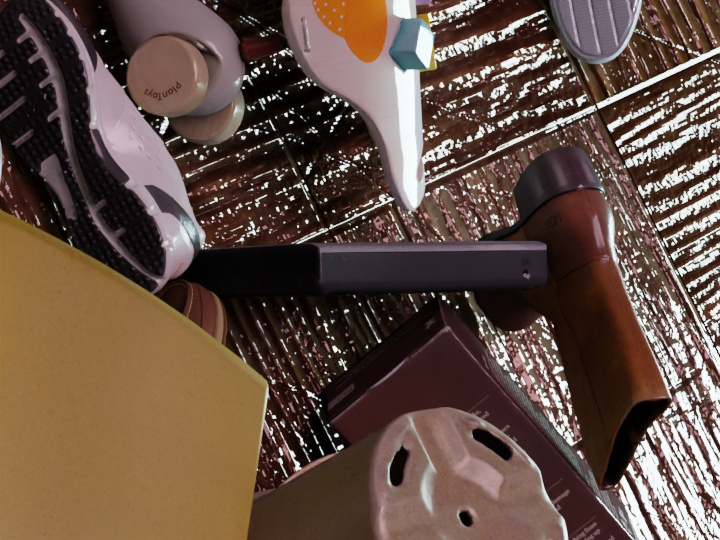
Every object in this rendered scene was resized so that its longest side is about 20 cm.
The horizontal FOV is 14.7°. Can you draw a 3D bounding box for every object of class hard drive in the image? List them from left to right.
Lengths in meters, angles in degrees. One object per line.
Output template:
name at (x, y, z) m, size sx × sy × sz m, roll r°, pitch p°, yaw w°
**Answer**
hard drive at (0.000, 0.000, 1.755) m, size 0.200 × 0.139 × 0.033 m, roll -1°, pitch 89°, yaw -44°

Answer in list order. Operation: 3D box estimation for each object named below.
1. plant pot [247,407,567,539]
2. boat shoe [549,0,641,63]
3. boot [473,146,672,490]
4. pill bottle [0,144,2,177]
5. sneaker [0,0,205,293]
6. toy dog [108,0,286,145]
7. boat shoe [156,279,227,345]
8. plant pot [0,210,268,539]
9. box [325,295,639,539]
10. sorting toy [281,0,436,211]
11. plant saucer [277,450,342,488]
plant pot at (0.013, 0.177, 1.564) m, size 0.200 × 0.183 × 0.201 m, roll 22°, pitch 48°, yaw -26°
boat shoe at (0.174, -0.251, 2.092) m, size 0.062 × 0.072 × 0.201 m, roll 64°, pitch 23°, yaw -80°
boot at (0.142, 0.050, 1.815) m, size 0.068 × 0.188 × 0.201 m, roll -4°, pitch 59°, yaw -25°
pill bottle at (-0.306, -0.069, 1.520) m, size 0.200 × 0.112 × 0.113 m, roll 23°, pitch 56°, yaw -35°
sneaker at (-0.162, -0.077, 1.700) m, size 0.201 × 0.074 × 0.080 m, roll 65°, pitch 26°, yaw 2°
toy dog at (-0.114, -0.178, 1.749) m, size 0.200 × 0.096 × 0.132 m, roll 62°, pitch 10°, yaw -7°
boat shoe at (-0.138, 0.077, 1.638) m, size 0.068 × 0.072 × 0.200 m, roll 42°, pitch 50°, yaw -23°
plant pot at (-0.159, 0.117, 1.476) m, size 0.176 × 0.200 × 0.201 m, roll 18°, pitch 58°, yaw -17°
box at (0.077, 0.126, 1.785) m, size 0.200 × 0.100 × 0.075 m, roll 49°, pitch 9°, yaw -17°
sorting toy at (0.007, -0.137, 1.820) m, size 0.200 × 0.106 × 0.181 m, roll -108°, pitch -176°, yaw -67°
plant saucer at (0.008, 0.210, 1.710) m, size 0.200 × 0.035 × 0.201 m, roll 7°, pitch 73°, yaw -24°
